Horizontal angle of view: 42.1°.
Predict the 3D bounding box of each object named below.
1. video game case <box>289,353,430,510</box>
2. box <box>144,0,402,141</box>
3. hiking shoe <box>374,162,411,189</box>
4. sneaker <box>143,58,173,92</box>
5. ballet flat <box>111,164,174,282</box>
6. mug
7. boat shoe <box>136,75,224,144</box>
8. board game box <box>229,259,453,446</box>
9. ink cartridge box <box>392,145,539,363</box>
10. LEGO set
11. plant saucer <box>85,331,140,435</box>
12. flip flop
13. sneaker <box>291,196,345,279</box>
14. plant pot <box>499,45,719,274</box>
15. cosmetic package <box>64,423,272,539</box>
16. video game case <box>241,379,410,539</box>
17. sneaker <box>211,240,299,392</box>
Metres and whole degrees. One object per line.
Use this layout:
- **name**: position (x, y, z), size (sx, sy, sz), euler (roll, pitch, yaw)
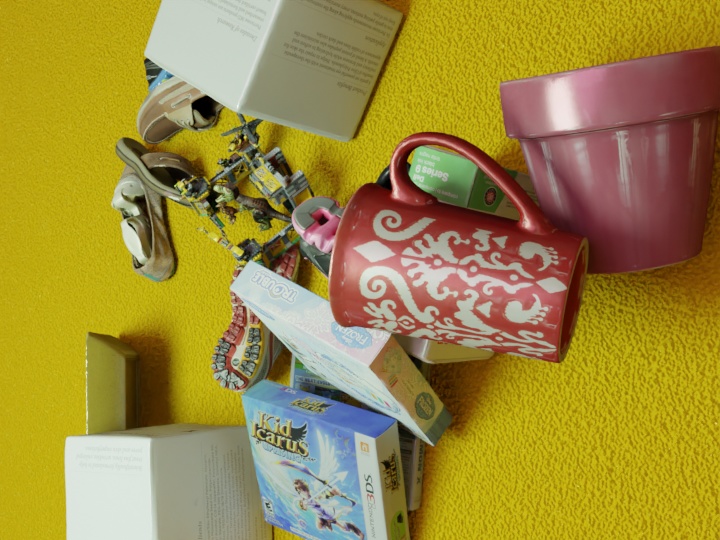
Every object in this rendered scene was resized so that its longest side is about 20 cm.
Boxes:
- **video game case**: position (-0.008, 0.172, 1.111), size (0.199, 0.022, 0.184), euler (4, 90, 38)
- **box**: position (-0.102, -0.277, 1.102), size (0.200, 0.198, 0.172), euler (33, 107, 36)
- **hiking shoe**: position (0.019, -0.039, 1.005), size (0.075, 0.101, 0.201), euler (10, 56, 4)
- **sneaker**: position (-0.239, -0.322, 1.290), size (0.199, 0.071, 0.083), euler (-37, 72, 33)
- **ballet flat**: position (-0.317, -0.079, 1.336), size (0.068, 0.067, 0.201), euler (-33, 68, 27)
- **mug**: position (0.086, -0.010, 0.800), size (0.199, 0.134, 0.178), euler (13, 136, 20)
- **boat shoe**: position (-0.233, -0.226, 1.279), size (0.200, 0.075, 0.072), euler (-34, 70, 33)
- **board game box**: position (-0.017, 0.088, 0.989), size (0.199, 0.199, 0.044), euler (26, 74, 36)
- **ink cartridge box**: position (0.099, -0.015, 0.962), size (0.084, 0.145, 0.202), euler (22, 100, 36)
- **LEGO set**: position (-0.143, -0.101, 1.145), size (0.153, 0.116, 0.200), euler (-31, 56, -4)
- **plant saucer**: position (-0.336, 0.186, 1.290), size (0.048, 0.200, 0.202), euler (-2, 85, -6)
- **flip flop**: position (-0.267, -0.140, 1.299), size (0.200, 0.081, 0.058), euler (40, 99, 33)
- **sneaker**: position (0.000, 0.000, 1.096), size (0.200, 0.079, 0.096), euler (40, 146, 21)
- **plant pot**: position (0.235, -0.098, 0.849), size (0.199, 0.199, 0.181), euler (-2, 101, 37)
- **cosmetic package**: position (-0.236, 0.280, 1.166), size (0.164, 0.199, 0.167), euler (-7, 83, 36)
- **video game case**: position (-0.040, 0.234, 1.071), size (0.199, 0.045, 0.183), euler (11, 117, 37)
- **sneaker**: position (-0.126, 0.056, 1.176), size (0.077, 0.082, 0.201), euler (16, 80, 21)
